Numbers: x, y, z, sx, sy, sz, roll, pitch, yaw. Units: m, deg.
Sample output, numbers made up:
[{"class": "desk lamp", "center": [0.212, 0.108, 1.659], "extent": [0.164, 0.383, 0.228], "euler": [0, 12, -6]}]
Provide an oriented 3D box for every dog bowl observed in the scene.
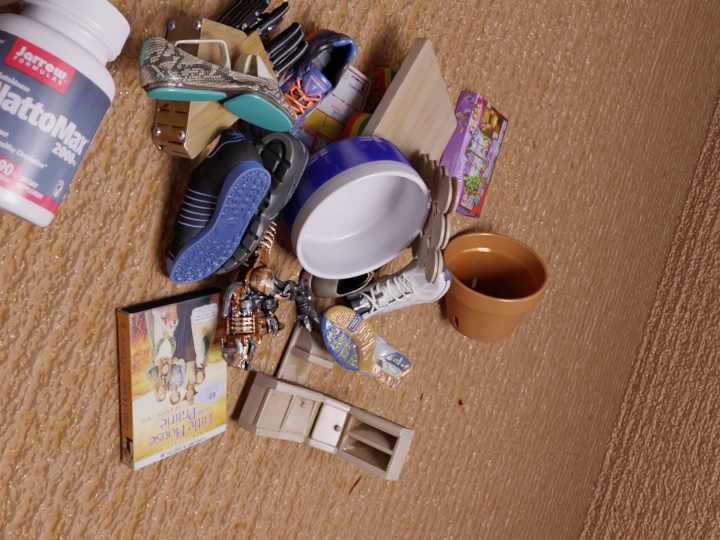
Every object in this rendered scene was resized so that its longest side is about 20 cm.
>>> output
[{"class": "dog bowl", "center": [-0.008, -0.083, 0.936], "extent": [0.199, 0.079, 0.201], "euler": [-20, 145, -14]}]

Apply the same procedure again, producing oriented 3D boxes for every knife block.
[{"class": "knife block", "center": [-0.144, -0.226, 0.804], "extent": [0.175, 0.064, 0.202], "euler": [1, 102, -51]}]

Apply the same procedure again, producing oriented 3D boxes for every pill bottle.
[{"class": "pill bottle", "center": [-0.290, -0.153, 0.602], "extent": [0.119, 0.119, 0.201], "euler": [34, 76, -51]}]

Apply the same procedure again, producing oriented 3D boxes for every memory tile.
[{"class": "memory tile", "center": [0.099, -0.080, 0.978], "extent": [0.017, 0.200, 0.155], "euler": [5, 110, -9]}]

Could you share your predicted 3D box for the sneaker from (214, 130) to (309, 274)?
[{"class": "sneaker", "center": [-0.125, -0.078, 0.849], "extent": [0.201, 0.075, 0.079], "euler": [-53, 167, 14]}]

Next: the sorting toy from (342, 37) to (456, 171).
[{"class": "sorting toy", "center": [0.056, -0.213, 1.039], "extent": [0.201, 0.069, 0.199], "euler": [-61, 150, -15]}]

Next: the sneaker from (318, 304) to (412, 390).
[{"class": "sneaker", "center": [-0.007, 0.114, 1.040], "extent": [0.075, 0.088, 0.200], "euler": [-49, 126, -6]}]

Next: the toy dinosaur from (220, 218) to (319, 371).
[{"class": "toy dinosaur", "center": [-0.125, 0.031, 0.885], "extent": [0.136, 0.102, 0.201], "euler": [35, 78, -54]}]

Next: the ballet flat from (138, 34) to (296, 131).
[{"class": "ballet flat", "center": [-0.141, -0.203, 0.718], "extent": [0.199, 0.067, 0.076], "euler": [4, 85, -50]}]

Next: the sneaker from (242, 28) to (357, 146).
[{"class": "sneaker", "center": [-0.076, -0.232, 0.859], "extent": [0.075, 0.078, 0.201], "euler": [40, 76, -31]}]

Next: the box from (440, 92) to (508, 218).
[{"class": "box", "center": [0.207, -0.211, 1.272], "extent": [0.136, 0.039, 0.202], "euler": [17, 90, -52]}]

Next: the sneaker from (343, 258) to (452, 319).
[{"class": "sneaker", "center": [0.049, 0.042, 1.056], "extent": [0.115, 0.200, 0.076], "euler": [-29, 91, -36]}]

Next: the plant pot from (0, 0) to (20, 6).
[{"class": "plant pot", "center": [-0.269, -0.284, 0.508], "extent": [0.199, 0.188, 0.187], "euler": [-28, 141, 14]}]

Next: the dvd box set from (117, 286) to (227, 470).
[{"class": "dvd box set", "center": [-0.231, 0.131, 0.854], "extent": [0.146, 0.029, 0.202], "euler": [-14, 113, -49]}]

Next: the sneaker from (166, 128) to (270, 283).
[{"class": "sneaker", "center": [-0.174, -0.072, 0.793], "extent": [0.070, 0.078, 0.200], "euler": [5, 135, -47]}]

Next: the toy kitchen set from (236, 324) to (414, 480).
[{"class": "toy kitchen set", "center": [-0.034, 0.191, 1.001], "extent": [0.200, 0.179, 0.164], "euler": [32, 77, -56]}]

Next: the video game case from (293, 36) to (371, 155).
[{"class": "video game case", "center": [-0.058, -0.202, 0.960], "extent": [0.143, 0.017, 0.202], "euler": [19, 87, -53]}]

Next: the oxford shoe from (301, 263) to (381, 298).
[{"class": "oxford shoe", "center": [0.000, 0.000, 1.060], "extent": [0.199, 0.074, 0.071], "euler": [-31, 124, -42]}]

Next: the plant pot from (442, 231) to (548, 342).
[{"class": "plant pot", "center": [0.244, 0.041, 1.306], "extent": [0.200, 0.199, 0.141], "euler": [-34, 144, -39]}]
